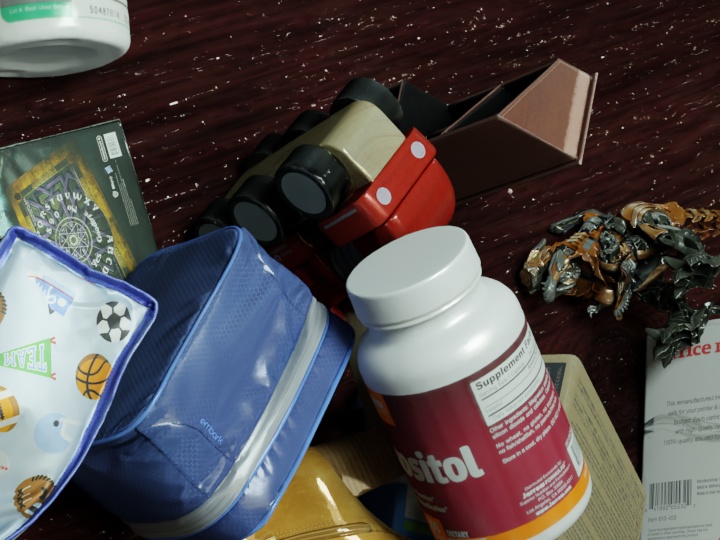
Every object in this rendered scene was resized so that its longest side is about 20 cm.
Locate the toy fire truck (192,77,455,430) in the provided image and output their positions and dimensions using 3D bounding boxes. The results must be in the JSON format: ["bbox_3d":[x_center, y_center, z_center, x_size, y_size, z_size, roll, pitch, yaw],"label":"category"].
[{"bbox_3d":[0.000,0.000,1.493,0.200,0.176,0.129,46,54,-13],"label":"toy fire truck"}]

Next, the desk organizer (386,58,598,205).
[{"bbox_3d":[0.072,-0.101,1.573,0.077,0.199,0.072,25,65,-30],"label":"desk organizer"}]

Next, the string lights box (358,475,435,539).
[{"bbox_3d":[0.037,0.237,1.556,0.102,0.059,0.202,21,68,-37],"label":"string lights box"}]

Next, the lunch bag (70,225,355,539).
[{"bbox_3d":[-0.095,0.078,1.402,0.132,0.135,0.201,44,56,-24],"label":"lunch bag"}]

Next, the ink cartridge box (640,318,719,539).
[{"bbox_3d":[0.301,0.145,1.734,0.084,0.144,0.202,19,68,-42],"label":"ink cartridge box"}]

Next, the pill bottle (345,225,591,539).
[{"bbox_3d":[0.066,0.079,1.412,0.113,0.112,0.201,-42,117,-37],"label":"pill bottle"}]

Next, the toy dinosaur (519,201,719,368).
[{"bbox_3d":[0.226,-0.015,1.728,0.199,0.136,0.102,-34,142,-10],"label":"toy dinosaur"}]

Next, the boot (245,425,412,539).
[{"bbox_3d":[-0.014,0.216,1.468,0.143,0.071,0.202,-24,88,-13],"label":"boot"}]

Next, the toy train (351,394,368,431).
[{"bbox_3d":[0.005,0.035,1.584,0.045,0.034,0.201,-5,75,-27],"label":"toy train"}]

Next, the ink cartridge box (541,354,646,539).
[{"bbox_3d":[0.138,0.182,1.583,0.200,0.075,0.166,60,38,-47],"label":"ink cartridge box"}]

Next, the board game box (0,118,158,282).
[{"bbox_3d":[-0.190,0.011,1.445,0.135,0.028,0.201,-17,91,-40],"label":"board game box"}]

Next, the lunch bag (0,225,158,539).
[{"bbox_3d":[-0.229,0.090,1.291,0.123,0.170,0.201,28,73,-17],"label":"lunch bag"}]

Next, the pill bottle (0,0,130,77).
[{"bbox_3d":[-0.215,-0.235,1.427,0.113,0.113,0.202,-1,81,-39],"label":"pill bottle"}]
